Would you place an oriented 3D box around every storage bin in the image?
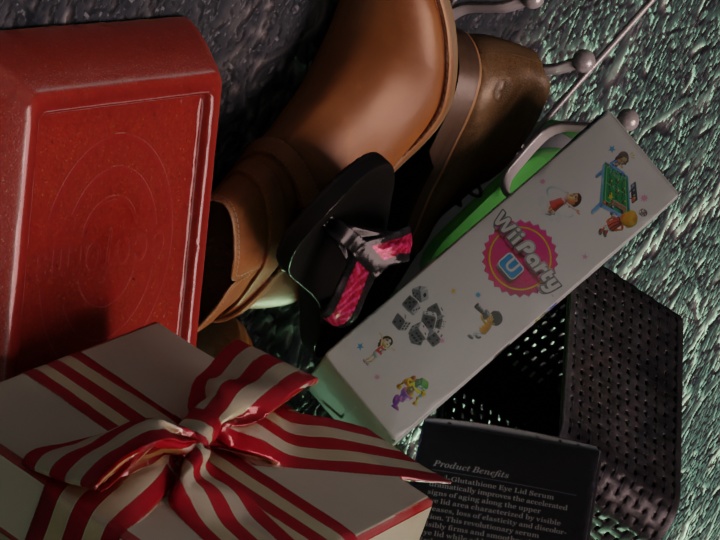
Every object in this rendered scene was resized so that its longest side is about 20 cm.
[{"bbox_3d":[0.119,0.100,1.814,0.135,0.094,0.200,-44,-158,34],"label":"storage bin"}]

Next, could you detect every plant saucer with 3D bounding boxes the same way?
[{"bbox_3d":[-0.124,-0.010,1.348,0.199,0.037,0.201,-13,113,-60],"label":"plant saucer"}]

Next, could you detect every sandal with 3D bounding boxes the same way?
[{"bbox_3d":[0.000,0.000,1.509,0.075,0.045,0.200,-42,162,-13],"label":"sandal"}]

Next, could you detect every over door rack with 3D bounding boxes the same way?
[{"bbox_3d":[0.120,-0.149,1.683,0.200,0.066,0.148,-57,142,-10],"label":"over door rack"}]

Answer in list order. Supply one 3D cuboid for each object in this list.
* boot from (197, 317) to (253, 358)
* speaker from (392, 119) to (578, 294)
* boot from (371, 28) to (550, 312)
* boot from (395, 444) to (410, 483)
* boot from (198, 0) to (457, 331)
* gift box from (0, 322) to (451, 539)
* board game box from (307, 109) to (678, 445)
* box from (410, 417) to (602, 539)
[{"bbox_3d":[-0.049,0.136,1.554,0.144,0.071,0.202,38,43,-43],"label":"boot"},{"bbox_3d":[0.070,-0.007,1.759,0.200,0.088,0.089,-43,151,-36],"label":"speaker"},{"bbox_3d":[0.040,-0.044,1.619,0.075,0.074,0.200,2,133,-33],"label":"boot"},{"bbox_3d":[-0.029,0.158,1.753,0.156,0.073,0.200,-55,158,-13],"label":"boot"},{"bbox_3d":[-0.029,-0.061,1.508,0.155,0.074,0.201,-28,139,-50],"label":"boot"},{"bbox_3d":[-0.078,0.139,1.278,0.184,0.200,0.187,-29,143,-59],"label":"gift box"},{"bbox_3d":[0.067,0.011,1.605,0.200,0.064,0.148,-40,178,-9],"label":"board game box"},{"bbox_3d":[0.064,0.206,1.638,0.148,0.104,0.200,96,5,-46],"label":"box"}]
